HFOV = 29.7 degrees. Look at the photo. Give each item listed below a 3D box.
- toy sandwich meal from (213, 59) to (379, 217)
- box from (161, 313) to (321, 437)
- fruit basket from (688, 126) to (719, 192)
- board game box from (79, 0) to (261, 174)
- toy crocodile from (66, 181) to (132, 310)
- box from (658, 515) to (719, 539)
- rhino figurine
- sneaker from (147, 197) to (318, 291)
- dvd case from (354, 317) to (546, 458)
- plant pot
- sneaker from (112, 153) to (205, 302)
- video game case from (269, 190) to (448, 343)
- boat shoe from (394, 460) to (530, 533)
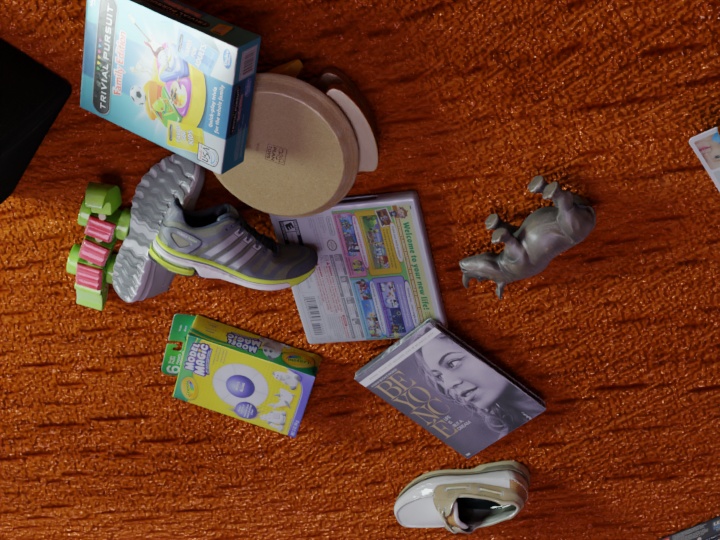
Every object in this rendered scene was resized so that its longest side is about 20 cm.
[{"bbox_3d":[-0.080,-0.151,1.522,0.203,0.070,0.206,9,128,11],"label":"toy sandwich meal"},{"bbox_3d":[-0.160,0.133,1.757,0.198,0.049,0.118,19,127,1],"label":"box"},{"bbox_3d":[0.465,-0.100,1.413,0.184,0.094,0.200,-21,122,26],"label":"fruit basket"},{"bbox_3d":[-0.210,-0.213,1.466,0.199,0.047,0.152,25,125,20],"label":"board game box"},{"bbox_3d":[-0.323,-0.028,1.667,0.067,0.062,0.201,19,128,-1],"label":"toy crocodile"},{"bbox_3d":[0.503,0.365,1.777,0.199,0.035,0.110,-30,114,30],"label":"box"},{"bbox_3d":[0.185,-0.030,1.548,0.087,0.060,0.200,31,130,-23],"label":"rhino figurine"},{"bbox_3d":[-0.141,-0.031,1.570,0.198,0.074,0.082,7,117,-20],"label":"sneaker"},{"bbox_3d":[0.113,0.152,1.710,0.199,0.016,0.148,37,129,-19],"label":"dvd case"},{"bbox_3d":[-0.479,-0.154,1.540,0.199,0.178,0.200,33,125,-12],"label":"plant pot"},{"bbox_3d":[-0.232,-0.055,1.632,0.075,0.082,0.201,44,118,29],"label":"sneaker"},{"bbox_3d":[0.000,0.000,1.637,0.180,0.022,0.201,-5,123,16],"label":"video game case"},{"bbox_3d":[0.128,0.309,1.802,0.199,0.069,0.075,-22,118,26],"label":"boat shoe"}]
